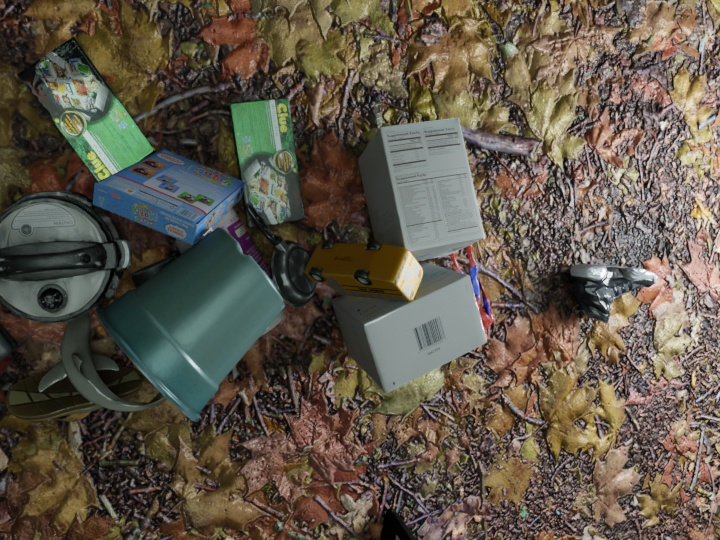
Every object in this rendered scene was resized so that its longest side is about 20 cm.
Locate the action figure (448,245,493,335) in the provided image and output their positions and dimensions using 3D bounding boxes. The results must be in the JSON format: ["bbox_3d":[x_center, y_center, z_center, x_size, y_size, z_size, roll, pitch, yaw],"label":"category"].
[{"bbox_3d":[0.216,0.047,1.117,0.064,0.052,0.206,-21,106,-9],"label":"action figure"}]

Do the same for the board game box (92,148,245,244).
[{"bbox_3d":[-0.272,-0.116,0.849,0.147,0.201,0.037,22,117,-1],"label":"board game box"}]

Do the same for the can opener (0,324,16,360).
[{"bbox_3d":[-0.579,0.039,0.855,0.065,0.052,0.205,-29,103,-14],"label":"can opener"}]

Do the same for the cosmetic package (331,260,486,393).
[{"bbox_3d":[0.076,0.084,0.993,0.194,0.199,0.127,-23,103,-14],"label":"cosmetic package"}]

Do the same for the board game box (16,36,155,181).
[{"bbox_3d":[-0.423,-0.243,0.896,0.104,0.023,0.203,-37,104,-14],"label":"board game box"}]

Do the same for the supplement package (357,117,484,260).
[{"bbox_3d":[0.099,-0.128,0.987,0.146,0.152,0.207,-10,84,-16],"label":"supplement package"}]

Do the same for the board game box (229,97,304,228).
[{"bbox_3d":[-0.158,-0.183,0.979,0.101,0.023,0.208,-9,98,-16],"label":"board game box"}]

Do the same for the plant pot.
[{"bbox_3d":[-0.220,0.062,0.796,0.196,0.199,0.202,-42,105,-14],"label":"plant pot"}]

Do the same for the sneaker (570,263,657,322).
[{"bbox_3d":[0.528,0.049,1.206,0.193,0.075,0.118,3,95,-12],"label":"sneaker"}]

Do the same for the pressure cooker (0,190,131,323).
[{"bbox_3d":[-0.429,-0.018,0.821,0.179,0.199,0.177,44,83,-15],"label":"pressure cooker"}]

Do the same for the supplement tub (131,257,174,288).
[{"bbox_3d":[-0.296,0.087,0.923,0.104,0.107,0.206,-22,100,-14],"label":"supplement tub"}]

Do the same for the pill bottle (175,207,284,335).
[{"bbox_3d":[-0.207,0.009,0.942,0.111,0.112,0.204,-32,103,-12],"label":"pill bottle"}]

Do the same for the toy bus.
[{"bbox_3d":[0.000,0.000,0.936,0.078,0.196,0.067,45,61,-39],"label":"toy bus"}]

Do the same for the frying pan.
[{"bbox_3d":[-0.121,-0.033,0.980,0.114,0.030,0.196,-29,104,-59],"label":"frying pan"}]

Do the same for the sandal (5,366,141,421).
[{"bbox_3d":[-0.449,0.203,0.909,0.194,0.081,0.055,-5,133,-25],"label":"sandal"}]

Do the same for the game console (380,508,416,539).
[{"bbox_3d":[0.112,0.567,1.049,0.113,0.199,0.183,10,91,-19],"label":"game console"}]

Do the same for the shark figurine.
[{"bbox_3d":[-0.395,0.158,0.863,0.213,0.090,0.128,40,54,5],"label":"shark figurine"}]
